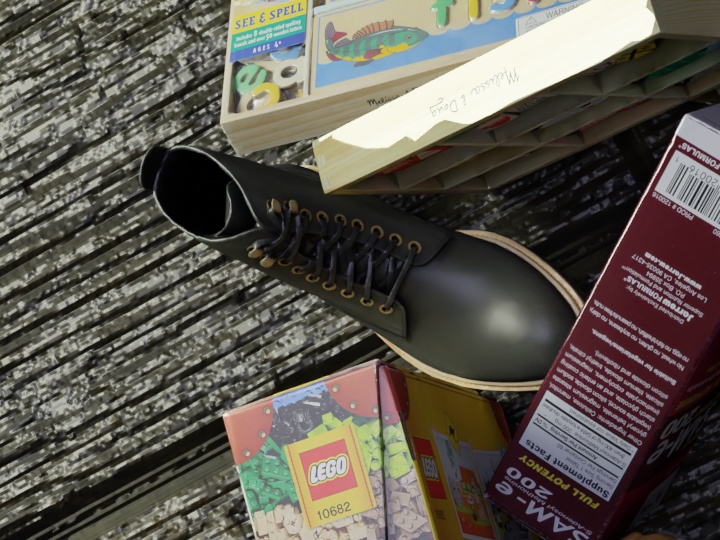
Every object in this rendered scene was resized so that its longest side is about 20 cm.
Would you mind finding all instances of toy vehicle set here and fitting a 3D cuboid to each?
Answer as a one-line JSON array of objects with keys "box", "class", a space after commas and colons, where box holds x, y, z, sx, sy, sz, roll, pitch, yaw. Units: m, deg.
[{"box": [0.089, -0.080, 1.003, 0.200, 0.124, 0.027, -24, 76, 40], "class": "toy vehicle set"}]

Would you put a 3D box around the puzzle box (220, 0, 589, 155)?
[{"box": [0.029, -0.134, 1.088, 0.199, 0.025, 0.133, -14, 46, 16], "class": "puzzle box"}]

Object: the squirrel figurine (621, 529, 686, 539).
[{"box": [0.173, 0.206, 0.961, 0.186, 0.142, 0.201, 11, 95, 10], "class": "squirrel figurine"}]

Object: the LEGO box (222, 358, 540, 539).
[{"box": [0.025, 0.130, 0.995, 0.077, 0.200, 0.149, -20, 76, 14], "class": "LEGO box"}]

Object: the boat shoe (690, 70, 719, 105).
[{"box": [0.174, -0.107, 1.045, 0.068, 0.072, 0.200, -35, 73, 10], "class": "boat shoe"}]

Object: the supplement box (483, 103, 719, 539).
[{"box": [0.140, 0.024, 0.991, 0.061, 0.109, 0.200, 33, 112, 17], "class": "supplement box"}]

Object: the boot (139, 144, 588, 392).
[{"box": [0.000, 0.000, 1.037, 0.200, 0.138, 0.078, 21, 93, 31], "class": "boot"}]
